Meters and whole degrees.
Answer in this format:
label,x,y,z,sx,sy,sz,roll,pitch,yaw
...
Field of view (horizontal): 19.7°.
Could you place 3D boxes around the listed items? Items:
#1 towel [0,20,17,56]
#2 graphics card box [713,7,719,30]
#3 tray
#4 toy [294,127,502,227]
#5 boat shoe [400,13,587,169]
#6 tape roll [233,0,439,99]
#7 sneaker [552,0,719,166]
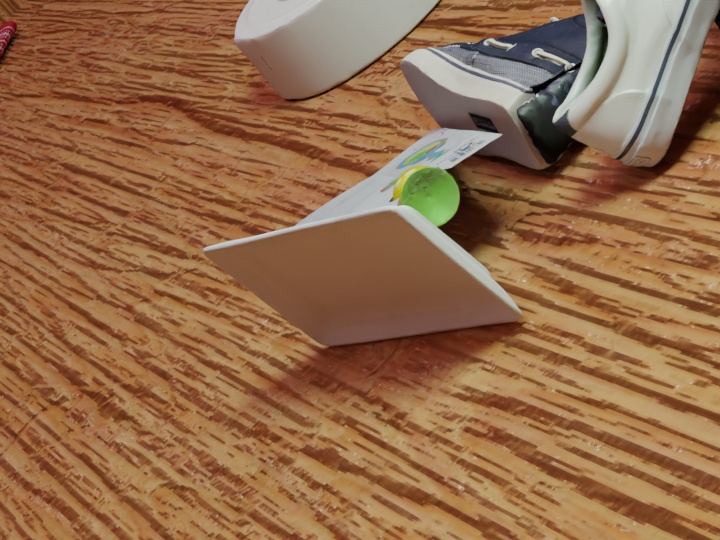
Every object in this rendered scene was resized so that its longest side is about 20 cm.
label,x,y,z,sx,sy,sz,roll,pitch,yaw
towel,-0.531,-0.254,2.776,0.144,0.022,0.200,-31,25,21
graphics card box,0.257,-0.166,1.164,0.125,0.051,0.200,-37,20,12
tray,0.000,0.000,1.202,0.200,0.107,0.022,-10,48,54
toy,0.028,-0.041,1.310,0.115,0.047,0.200,-34,6,-6
boat shoe,0.104,-0.124,1.340,0.093,0.075,0.200,-38,28,-10
tape roll,-0.010,-0.236,1.749,0.202,0.071,0.203,-35,22,16
sneaker,0.163,-0.161,1.166,0.073,0.071,0.201,-169,96,-79
